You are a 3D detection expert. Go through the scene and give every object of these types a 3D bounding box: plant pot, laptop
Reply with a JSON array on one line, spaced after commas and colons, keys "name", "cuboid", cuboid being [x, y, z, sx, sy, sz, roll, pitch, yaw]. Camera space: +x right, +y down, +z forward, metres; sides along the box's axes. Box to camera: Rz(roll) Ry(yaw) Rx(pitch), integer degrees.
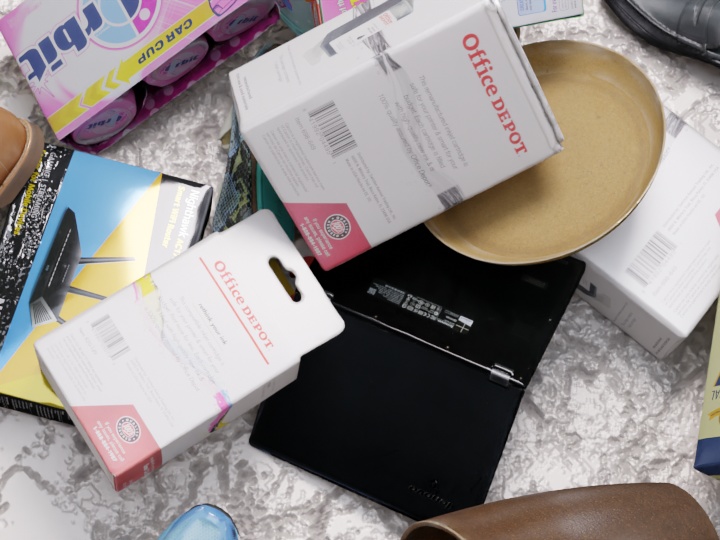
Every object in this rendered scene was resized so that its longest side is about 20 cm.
[{"name": "plant pot", "cuboid": [0.133, -0.084, 1.525, 0.198, 0.028, 0.201, -11, 55, 16]}, {"name": "laptop", "cuboid": [0.043, 0.062, 1.544, 0.186, 0.116, 0.201, 23, 55, 11]}, {"name": "plant pot", "cuboid": [0.157, 0.231, 1.468, 0.199, 0.187, 0.188, -21, 75, -27]}]

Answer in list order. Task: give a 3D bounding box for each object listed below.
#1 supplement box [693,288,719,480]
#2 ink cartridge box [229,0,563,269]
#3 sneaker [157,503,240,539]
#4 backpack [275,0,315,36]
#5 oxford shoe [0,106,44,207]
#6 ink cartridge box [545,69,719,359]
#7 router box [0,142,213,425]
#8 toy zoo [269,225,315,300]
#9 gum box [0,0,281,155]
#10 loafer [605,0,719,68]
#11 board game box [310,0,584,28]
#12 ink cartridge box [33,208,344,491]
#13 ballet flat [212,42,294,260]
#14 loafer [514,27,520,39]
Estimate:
[{"name": "supplement box", "cuboid": [0.371, 0.075, 1.504, 0.199, 0.134, 0.201, 24, 68, -33]}, {"name": "ink cartridge box", "cuboid": [0.026, -0.115, 1.468, 0.199, 0.146, 0.085, -25, 37, 7]}, {"name": "sneaker", "cuboid": [-0.141, 0.259, 1.461, 0.078, 0.090, 0.201, 25, 71, 3]}, {"name": "backpack", "cuboid": [0.004, -0.265, 1.605, 0.199, 0.153, 0.176, -32, 77, -30]}, {"name": "oxford shoe", "cuboid": [-0.319, -0.037, 1.530, 0.071, 0.071, 0.201, 25, 84, 43]}, {"name": "ink cartridge box", "cuboid": [0.206, -0.051, 1.596, 0.200, 0.085, 0.146, 39, 74, 6]}, {"name": "router box", "cuboid": [-0.207, 0.015, 1.551, 0.148, 0.051, 0.202, 14, 70, -2]}, {"name": "toy zoo", "cuboid": [0.000, 0.000, 1.593, 0.131, 0.020, 0.201, -30, 77, -13]}, {"name": "gum box", "cuboid": [-0.166, -0.195, 1.570, 0.199, 0.066, 0.114, -35, 72, 13]}, {"name": "loafer", "cuboid": [0.289, -0.201, 1.658, 0.200, 0.070, 0.068, 30, 72, 4]}, {"name": "board game box", "cuboid": [0.057, -0.245, 1.490, 0.198, 0.040, 0.154, -11, 113, -6]}, {"name": "ink cartridge box", "cuboid": [-0.122, 0.056, 1.483, 0.199, 0.068, 0.117, -31, 79, -12]}, {"name": "ballet flat", "cuboid": [-0.084, -0.090, 1.585, 0.074, 0.074, 0.201, 8, 52, -3]}, {"name": "loafer", "cuboid": [0.033, -0.149, 1.551, 0.199, 0.068, 0.076, -35, 51, -4]}]
